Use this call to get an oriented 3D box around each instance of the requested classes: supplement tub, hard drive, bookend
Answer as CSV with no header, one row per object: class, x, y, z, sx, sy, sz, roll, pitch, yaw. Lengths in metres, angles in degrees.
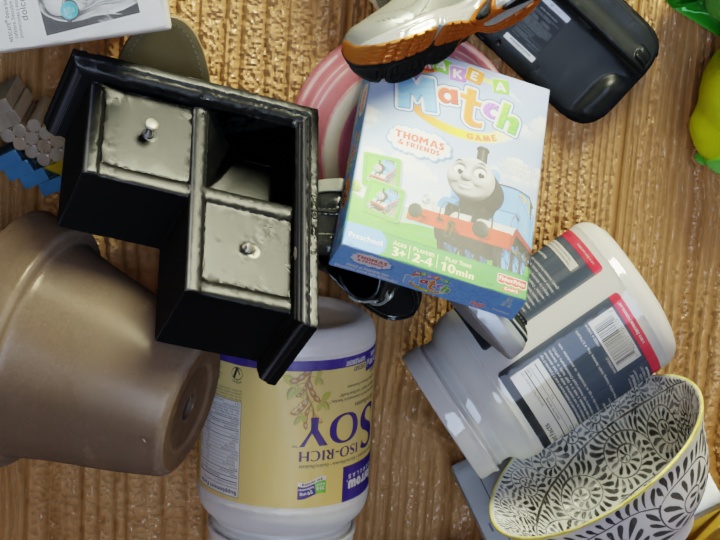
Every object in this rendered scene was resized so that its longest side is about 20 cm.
supplement tub,-0.062,0.130,1.489,0.144,0.145,0.202,0,104,-9
hard drive,0.195,0.187,1.566,0.199,0.027,0.133,-25,67,-4
supplement tub,0.149,0.067,1.509,0.199,0.140,0.141,-34,106,0
bookend,-0.137,-0.040,1.346,0.198,0.200,0.092,13,144,-19

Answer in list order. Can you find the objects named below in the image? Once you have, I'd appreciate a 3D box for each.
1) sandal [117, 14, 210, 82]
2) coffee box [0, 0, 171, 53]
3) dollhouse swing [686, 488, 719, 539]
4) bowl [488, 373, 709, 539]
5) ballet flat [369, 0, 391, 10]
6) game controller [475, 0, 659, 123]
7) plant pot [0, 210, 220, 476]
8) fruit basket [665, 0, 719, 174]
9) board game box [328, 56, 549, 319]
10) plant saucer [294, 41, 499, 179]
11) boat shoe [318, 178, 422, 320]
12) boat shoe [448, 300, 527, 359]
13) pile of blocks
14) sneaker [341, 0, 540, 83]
sandal,-0.156,-0.126,1.458,0.077,0.070,0.213,-8,127,-4
coffee box,-0.253,-0.274,1.333,0.196,0.200,0.202,-9,105,-6
dollhouse swing,0.410,0.225,1.582,0.176,0.182,0.200,42,94,5
bowl,0.213,0.184,1.478,0.200,0.201,0.095,-35,108,1
ballet flat,0.012,-0.262,1.455,0.063,0.067,0.202,-14,105,31
game controller,0.154,-0.213,1.501,0.200,0.042,0.104,40,109,-15
plant pot,-0.206,0.075,1.400,0.173,0.200,0.202,19,101,12
fruit basket,0.347,-0.177,1.489,0.213,0.155,0.218,1,87,-17
board game box,0.064,-0.075,1.400,0.150,0.037,0.202,16,57,-11
plant saucer,0.039,-0.101,1.499,0.198,0.051,0.203,-2,103,-8
boat shoe,0.000,0.000,1.462,0.071,0.200,0.068,-12,61,15
boat shoe,0.081,-0.026,1.432,0.071,0.072,0.201,-34,81,-5
pile of blocks,-0.276,-0.114,1.446,0.199,0.062,0.082,27,117,-10
sneaker,0.056,-0.217,1.407,0.199,0.076,0.092,-28,76,-29
